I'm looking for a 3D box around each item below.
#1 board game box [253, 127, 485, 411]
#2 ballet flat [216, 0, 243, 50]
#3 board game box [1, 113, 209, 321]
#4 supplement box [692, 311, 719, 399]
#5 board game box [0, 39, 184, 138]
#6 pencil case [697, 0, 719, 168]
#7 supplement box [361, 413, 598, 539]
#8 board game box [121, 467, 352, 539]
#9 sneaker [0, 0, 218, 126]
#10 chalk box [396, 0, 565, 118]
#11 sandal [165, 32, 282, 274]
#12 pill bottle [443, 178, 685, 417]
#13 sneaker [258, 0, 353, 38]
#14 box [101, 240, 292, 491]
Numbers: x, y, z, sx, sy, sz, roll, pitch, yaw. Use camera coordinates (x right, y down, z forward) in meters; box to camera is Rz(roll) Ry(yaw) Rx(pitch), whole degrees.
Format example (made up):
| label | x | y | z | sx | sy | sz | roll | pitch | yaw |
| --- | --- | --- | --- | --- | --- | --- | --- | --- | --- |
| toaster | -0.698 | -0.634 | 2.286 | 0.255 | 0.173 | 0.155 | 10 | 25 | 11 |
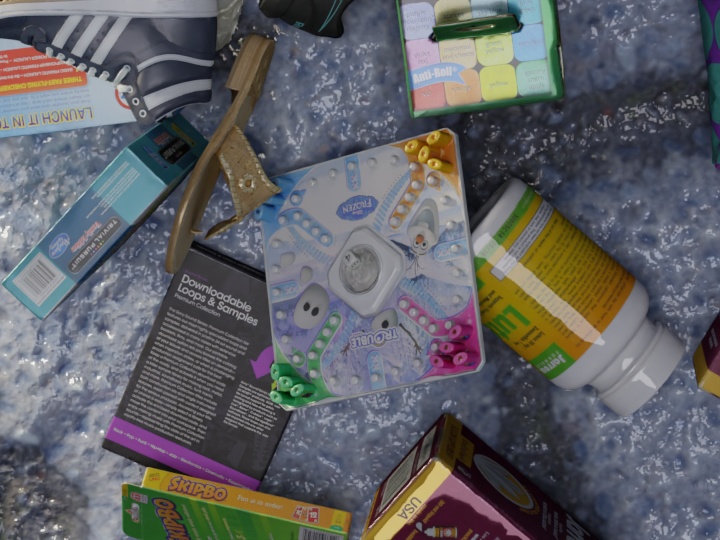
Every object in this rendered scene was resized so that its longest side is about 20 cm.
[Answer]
| label | x | y | z | sx | sy | sz | roll | pitch | yaw |
| --- | --- | --- | --- | --- | --- | --- | --- | --- | --- |
| board game box | 0.000 | 0.000 | 1.682 | 0.199 | 0.026 | 0.201 | -14 | 76 | 31 |
| ballet flat | -0.124 | -0.278 | 1.681 | 0.072 | 0.072 | 0.201 | 2 | 102 | 5 |
| board game box | -0.202 | -0.048 | 1.677 | 0.047 | 0.200 | 0.151 | 44 | 103 | -4 |
| supplement box | 0.378 | 0.033 | 1.684 | 0.131 | 0.103 | 0.200 | 29 | 103 | 0 |
| board game box | -0.260 | -0.216 | 1.720 | 0.199 | 0.056 | 0.196 | -6 | 102 | 7 |
| pencil case | 0.314 | -0.185 | 1.649 | 0.085 | 0.092 | 0.201 | -7 | 101 | 8 |
| supplement box | 0.111 | 0.235 | 1.735 | 0.200 | 0.131 | 0.103 | 40 | 103 | -4 |
| board game box | -0.109 | 0.222 | 1.790 | 0.199 | 0.030 | 0.096 | 10 | 143 | 2 |
| sneaker | -0.213 | -0.171 | 1.661 | 0.199 | 0.070 | 0.109 | -1 | 101 | 4 |
| chalk box | 0.094 | -0.191 | 1.614 | 0.124 | 0.200 | 0.124 | -6 | 102 | 8 |
| sandal | -0.094 | -0.088 | 1.700 | 0.069 | 0.078 | 0.212 | 19 | 84 | 6 |
| pill bottle | 0.167 | 0.027 | 1.700 | 0.200 | 0.111 | 0.111 | 40 | 103 | -4 |
| sneaker | -0.004 | -0.280 | 1.680 | 0.079 | 0.075 | 0.200 | 30 | 112 | -12 |
| box | -0.121 | 0.092 | 1.785 | 0.143 | 0.036 | 0.200 | 24 | 105 | -1 |
